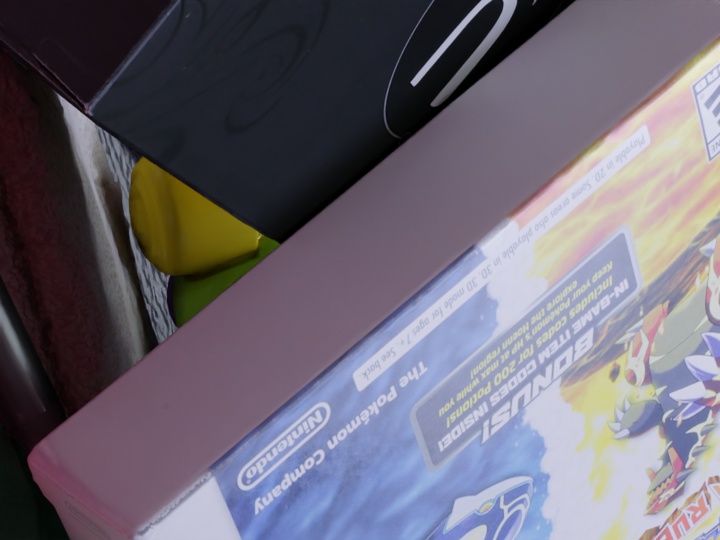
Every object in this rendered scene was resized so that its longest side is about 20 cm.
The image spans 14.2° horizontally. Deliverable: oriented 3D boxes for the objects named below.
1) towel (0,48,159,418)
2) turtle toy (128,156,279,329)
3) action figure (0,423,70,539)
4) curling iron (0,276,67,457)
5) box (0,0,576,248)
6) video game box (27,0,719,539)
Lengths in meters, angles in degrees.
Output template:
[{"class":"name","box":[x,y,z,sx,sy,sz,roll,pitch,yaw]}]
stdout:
[{"class":"towel","box":[-0.073,0.023,0.780,0.133,0.034,0.200,-102,177,-78]},{"class":"turtle toy","box":[0.000,0.000,0.851,0.101,0.146,0.200,119,-41,-61]},{"class":"action figure","box":[-0.081,0.102,0.653,0.118,0.055,0.200,64,10,-46]},{"class":"curling iron","box":[-0.117,-0.041,0.639,0.050,0.026,0.200,-90,156,-70]},{"class":"box","box":[-0.025,-0.103,0.652,0.124,0.149,0.200,40,2,18]},{"class":"video game box","box":[0.028,0.051,0.718,0.047,0.200,0.182,34,-25,36]}]
